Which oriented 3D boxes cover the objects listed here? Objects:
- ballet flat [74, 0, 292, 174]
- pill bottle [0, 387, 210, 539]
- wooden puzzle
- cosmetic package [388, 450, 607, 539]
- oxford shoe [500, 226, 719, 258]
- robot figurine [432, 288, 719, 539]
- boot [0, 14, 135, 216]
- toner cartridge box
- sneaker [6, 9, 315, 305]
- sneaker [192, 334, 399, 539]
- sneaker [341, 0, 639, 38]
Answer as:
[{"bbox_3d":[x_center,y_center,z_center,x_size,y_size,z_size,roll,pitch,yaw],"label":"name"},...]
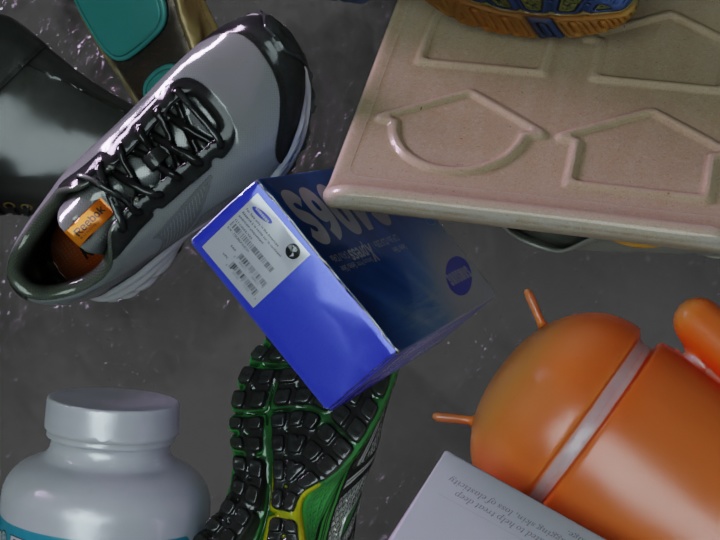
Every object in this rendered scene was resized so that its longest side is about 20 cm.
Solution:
[{"bbox_3d":[-0.097,-0.116,0.844,0.069,0.063,0.200,-23,93,37],"label":"ballet flat"},{"bbox_3d":[-0.137,0.166,0.848,0.110,0.111,0.201,6,95,13],"label":"pill bottle"},{"bbox_3d":[0.095,-0.073,0.752,0.185,0.200,0.046,8,133,13],"label":"wooden puzzle"},{"bbox_3d":[0.050,0.188,0.764,0.113,0.081,0.200,30,140,9],"label":"cosmetic package"},{"bbox_3d":[0.149,-0.035,0.782,0.199,0.058,0.075,6,119,12],"label":"oxford shoe"},{"bbox_3d":[0.138,0.097,0.775,0.200,0.117,0.144,36,131,8],"label":"robot figurine"},{"bbox_3d":[-0.206,-0.033,0.876,0.138,0.077,0.200,30,109,-2],"label":"boot"},{"bbox_3d":[0.000,0.000,0.756,0.043,0.200,0.095,-40,85,16],"label":"toner cartridge box"},{"bbox_3d":[-0.097,-0.045,0.781,0.200,0.079,0.074,-43,83,28],"label":"sneaker"},{"bbox_3d":[-0.032,0.107,0.842,0.078,0.085,0.200,22,84,23],"label":"sneaker"},{"bbox_3d":[0.040,-0.167,0.749,0.199,0.075,0.088,16,78,21],"label":"sneaker"}]
